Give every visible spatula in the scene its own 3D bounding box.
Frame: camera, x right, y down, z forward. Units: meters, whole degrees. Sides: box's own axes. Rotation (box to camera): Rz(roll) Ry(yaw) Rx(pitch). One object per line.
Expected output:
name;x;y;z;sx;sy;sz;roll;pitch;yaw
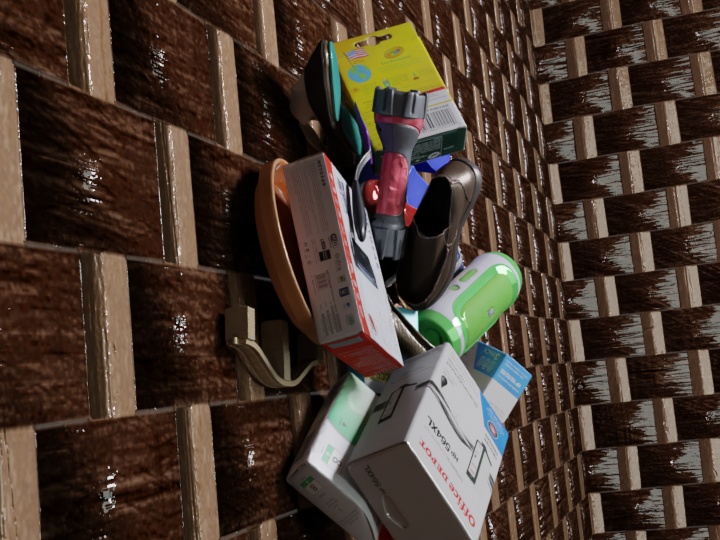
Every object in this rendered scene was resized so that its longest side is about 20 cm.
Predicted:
spatula;0.001;-0.108;1.131;0.057;0.020;0.202;80;10;-49

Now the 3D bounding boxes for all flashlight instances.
flashlight;0.038;-0.115;1.199;0.067;0.068;0.203;1;103;-29

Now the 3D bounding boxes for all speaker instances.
speaker;0.143;0.050;1.360;0.200;0.088;0.089;-38;120;-45

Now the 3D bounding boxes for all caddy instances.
caddy;0.049;-0.151;1.401;0.200;0.104;0.143;33;72;-69

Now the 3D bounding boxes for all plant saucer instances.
plant saucer;-0.068;-0.018;1.070;0.200;0.032;0.203;-16;90;-80

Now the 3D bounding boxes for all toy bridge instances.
toy bridge;-0.086;0.085;1.031;0.200;0.027;0.068;29;56;-68

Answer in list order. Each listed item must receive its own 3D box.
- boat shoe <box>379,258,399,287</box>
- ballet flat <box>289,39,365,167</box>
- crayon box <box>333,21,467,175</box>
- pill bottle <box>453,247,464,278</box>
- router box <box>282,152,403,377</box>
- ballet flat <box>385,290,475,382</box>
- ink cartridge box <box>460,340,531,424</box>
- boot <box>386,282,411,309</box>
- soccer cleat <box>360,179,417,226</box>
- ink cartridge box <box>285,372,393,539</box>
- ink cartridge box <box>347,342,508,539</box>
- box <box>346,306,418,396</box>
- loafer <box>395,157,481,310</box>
boat shoe;0.000;0.000;1.265;0.200;0.056;0.068;-16;97;-71
ballet flat;-0.045;-0.186;1.184;0.201;0.067;0.069;70;17;-54
crayon box;0.044;-0.227;1.307;0.051;0.125;0.202;88;-17;-57
pill bottle;0.104;0.030;1.467;0.112;0.110;0.202;-64;141;-58
router box;-0.017;-0.001;1.093;0.180;0.048;0.202;46;29;-68
ballet flat;0.071;0.087;1.218;0.199;0.046;0.067;39;6;-7
ink cartridge box;0.133;0.198;1.397;0.068;0.115;0.201;38;80;-34
boot;0.051;0.125;1.349;0.201;0.073;0.156;-91;162;-48
soccer cleat;0.050;-0.054;1.328;0.199;0.084;0.069;35;53;-41
ink cartridge box;0.026;0.230;1.110;0.199;0.050;0.161;40;33;-7
ink cartridge box;0.080;0.199;1.111;0.147;0.084;0.200;56;29;-14
box;0.027;0.144;1.240;0.081;0.049;0.203;12;64;-26
loafer;0.082;-0.044;1.235;0.071;0.073;0.202;-12;124;-53
